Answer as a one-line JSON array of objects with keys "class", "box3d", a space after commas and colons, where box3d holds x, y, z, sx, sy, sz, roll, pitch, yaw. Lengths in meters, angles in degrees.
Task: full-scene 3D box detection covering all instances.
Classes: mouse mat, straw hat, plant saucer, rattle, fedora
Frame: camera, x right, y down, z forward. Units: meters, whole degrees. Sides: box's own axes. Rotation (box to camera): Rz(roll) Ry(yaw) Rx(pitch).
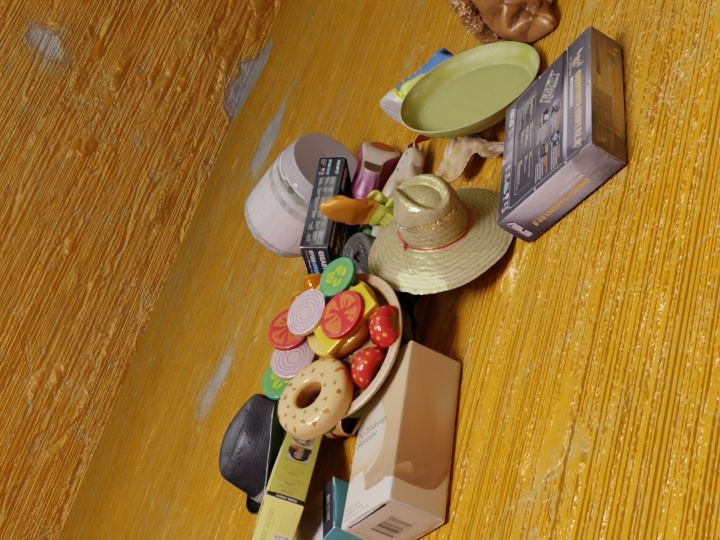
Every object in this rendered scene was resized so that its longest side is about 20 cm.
[{"class": "mouse mat", "box3d": [-0.119, 0.275, 1.341, 0.161, 0.008, 0.200, 85, -168, -79]}, {"class": "straw hat", "box3d": [0.082, -0.068, 1.176, 0.201, 0.085, 0.201, -20, 36, 15]}, {"class": "plant saucer", "box3d": [0.149, -0.236, 1.325, 0.200, 0.031, 0.200, -21, 34, 15]}, {"class": "rattle", "box3d": [0.028, -0.149, 1.499, 0.130, 0.143, 0.200, 113, 172, -76]}, {"class": "fedora", "box3d": [-0.151, 0.260, 1.493, 0.201, 0.091, 0.201, -52, 22, 31]}]

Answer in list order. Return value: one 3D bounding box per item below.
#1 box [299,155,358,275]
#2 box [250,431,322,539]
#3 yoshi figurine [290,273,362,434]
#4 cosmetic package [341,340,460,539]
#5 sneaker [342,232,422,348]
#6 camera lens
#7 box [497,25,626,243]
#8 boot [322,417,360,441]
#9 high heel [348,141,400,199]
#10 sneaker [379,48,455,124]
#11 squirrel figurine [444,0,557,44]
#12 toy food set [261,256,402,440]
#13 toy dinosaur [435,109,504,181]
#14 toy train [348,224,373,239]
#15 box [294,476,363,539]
[{"class": "box", "box3d": [-0.044, -0.056, 1.562, 0.159, 0.046, 0.200, 77, -163, -47]}, {"class": "box", "box3d": [-0.089, 0.266, 1.225, 0.200, 0.050, 0.075, -76, 4, -75]}, {"class": "yoshi figurine", "box3d": [-0.029, 0.109, 1.262, 0.112, 0.112, 0.200, -18, 62, 21]}, {"class": "cosmetic package", "box3d": [0.046, 0.190, 1.084, 0.105, 0.071, 0.200, -46, 25, 43]}, {"class": "sneaker", "box3d": [0.054, 0.046, 1.276, 0.076, 0.114, 0.200, -42, 55, 38]}, {"class": "camera lens", "box3d": [-0.106, -0.131, 1.793, 0.200, 0.160, 0.160, -46, 25, 43]}, {"class": "box", "box3d": [0.222, -0.152, 1.104, 0.158, 0.048, 0.200, -44, 27, 44]}, {"class": "boot", "box3d": [-0.032, 0.140, 1.369, 0.155, 0.074, 0.200, -13, 63, 58]}, {"class": "high heel", "box3d": [0.019, -0.147, 1.626, 0.200, 0.067, 0.096, -81, 8, -66]}, {"class": "sneaker", "box3d": [0.110, -0.295, 1.593, 0.105, 0.076, 0.200, -56, 23, -15]}, {"class": "squirrel figurine", "box3d": [0.166, -0.403, 1.377, 0.200, 0.186, 0.142, -20, 46, 65]}, {"class": "toy food set", "box3d": [-0.037, 0.088, 1.158, 0.200, 0.049, 0.198, -47, 40, 9]}, {"class": "toy dinosaur", "box3d": [0.132, -0.160, 1.350, 0.200, 0.058, 0.101, -31, 38, 59]}, {"class": "toy train", "box3d": [0.000, 0.000, 1.505, 0.200, 0.042, 0.056, -83, 15, -45]}, {"class": "box", "box3d": [-0.062, 0.349, 1.201, 0.200, 0.049, 0.082, -54, 20, 27]}]
